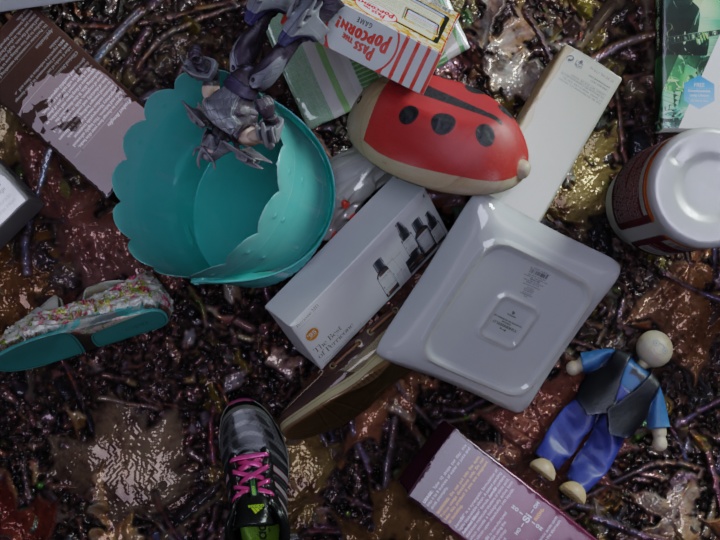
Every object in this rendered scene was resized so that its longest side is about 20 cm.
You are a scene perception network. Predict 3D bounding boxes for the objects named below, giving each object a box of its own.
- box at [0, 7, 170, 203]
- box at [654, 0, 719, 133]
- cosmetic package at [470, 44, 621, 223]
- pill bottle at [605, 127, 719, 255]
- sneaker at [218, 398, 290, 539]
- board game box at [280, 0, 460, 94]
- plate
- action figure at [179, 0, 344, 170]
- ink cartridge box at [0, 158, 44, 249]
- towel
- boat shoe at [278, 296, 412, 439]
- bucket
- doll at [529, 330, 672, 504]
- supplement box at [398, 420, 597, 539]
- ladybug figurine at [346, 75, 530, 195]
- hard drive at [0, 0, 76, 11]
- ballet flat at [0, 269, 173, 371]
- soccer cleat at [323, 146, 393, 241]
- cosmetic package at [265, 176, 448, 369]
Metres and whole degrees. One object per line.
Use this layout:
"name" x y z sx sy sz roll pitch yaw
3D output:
"box" -0.300 -0.175 1.236 0.200 0.075 0.100 42 86 1
"box" 0.394 -0.250 1.285 0.142 0.036 0.203 0 87 -3
"cosmetic package" 0.186 -0.125 1.239 0.073 0.104 0.201 31 86 0
"pill bottle" 0.319 -0.074 1.194 0.112 0.200 0.116 0 89 -3
"sneaker" -0.107 0.234 1.222 0.073 0.087 0.203 -7 88 -2
"board game box" 0.016 -0.250 1.166 0.150 0.200 0.047 27 114 -1
"plate" 0.146 0.045 1.198 0.198 0.032 0.201 24 109 -25
"action figure" -0.101 -0.179 1.062 0.130 0.069 0.201 36 105 19
"ink cartridge box" -0.453 -0.091 1.219 0.200 0.084 0.146 45 87 -1
"towel" 0.002 -0.263 1.275 0.198 0.023 0.154 -25 90 -3
"boat shoe" -0.010 0.100 1.249 0.199 0.072 0.072 -38 59 5
"bucket" -0.130 -0.081 1.174 0.205 0.134 0.210 -6 77 26
"doll" 0.270 0.150 1.260 0.136 0.048 0.201 36 81 8
"supplement box" 0.144 0.252 1.221 0.199 0.110 0.086 38 86 -1
"ladybug figurine" 0.079 -0.140 1.158 0.198 0.073 0.136 22 44 20
"hard drive" -0.375 -0.315 1.223 0.197 0.027 0.133 -9 49 -2
"ballet flat" -0.294 0.051 1.239 0.197 0.076 0.064 -15 58 -7
"soccer cleat" 0.005 -0.111 1.251 0.200 0.070 0.077 -41 49 -14
"cosmetic package" 0.000 0.000 1.218 0.200 0.050 0.083 -46 134 -11
